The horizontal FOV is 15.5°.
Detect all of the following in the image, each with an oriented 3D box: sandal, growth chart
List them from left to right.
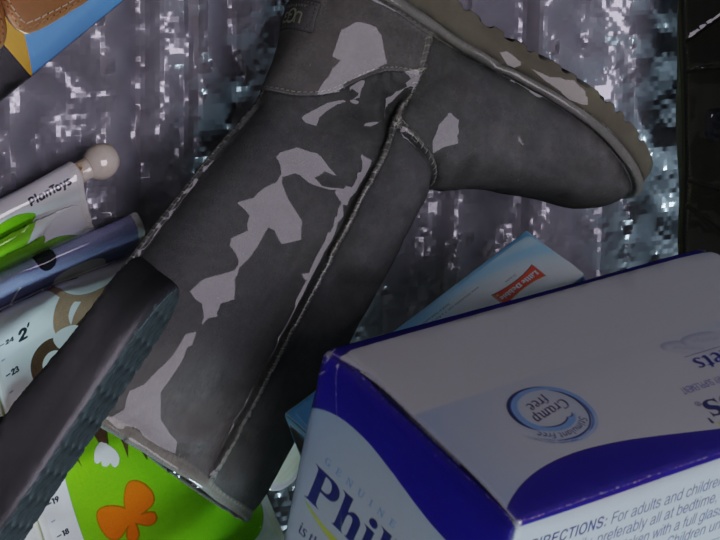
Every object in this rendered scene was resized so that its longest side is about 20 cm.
[{"bbox_3d":[-0.134,0.075,0.874,0.048,0.075,0.201,34,75,5],"label":"sandal"},{"bbox_3d":[-0.097,0.053,0.973,0.145,0.018,0.200,-35,117,-19],"label":"growth chart"},{"bbox_3d":[0.161,-0.067,1.064,0.080,0.057,0.202,10,83,5],"label":"sandal"}]

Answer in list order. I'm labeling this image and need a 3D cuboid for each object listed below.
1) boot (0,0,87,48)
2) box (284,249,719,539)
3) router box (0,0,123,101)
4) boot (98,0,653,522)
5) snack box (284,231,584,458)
[{"bbox_3d":[-0.173,-0.120,0.800,0.200,0.074,0.155,-23,118,-17],"label":"boot"},{"bbox_3d":[0.071,0.114,0.937,0.184,0.105,0.200,-14,131,-36],"label":"box"},{"bbox_3d":[-0.146,-0.163,0.871,0.149,0.051,0.200,-41,118,-13],"label":"router box"},{"bbox_3d":[0.000,0.001,0.972,0.182,0.073,0.200,29,75,-23],"label":"boot"},{"bbox_3d":[0.047,0.090,1.010,0.116,0.037,0.200,-37,140,-16],"label":"snack box"}]
